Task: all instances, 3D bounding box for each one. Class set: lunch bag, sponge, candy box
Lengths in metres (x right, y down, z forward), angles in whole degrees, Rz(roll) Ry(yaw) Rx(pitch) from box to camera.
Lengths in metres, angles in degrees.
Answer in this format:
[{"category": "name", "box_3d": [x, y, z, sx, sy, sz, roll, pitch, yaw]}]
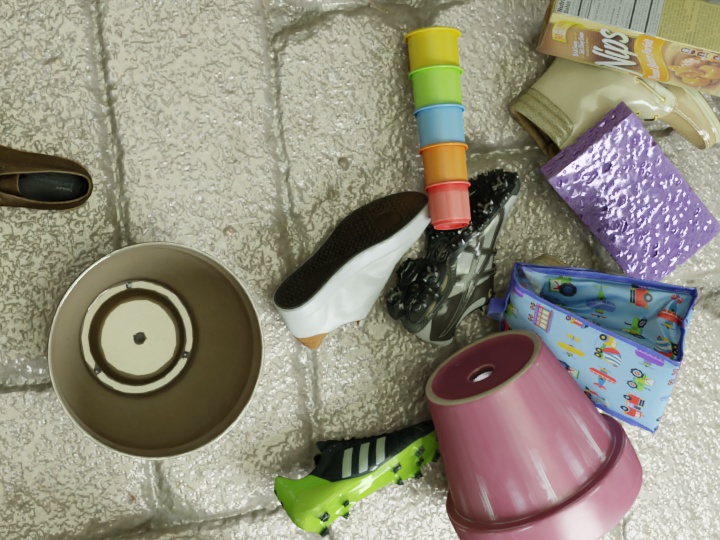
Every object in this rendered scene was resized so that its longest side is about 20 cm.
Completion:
[{"category": "lunch bag", "box_3d": [0.224, 0.069, 1.557, 0.199, 0.151, 0.094, 15, 58, 9]}, {"category": "sponge", "box_3d": [0.287, -0.073, 1.610, 0.111, 0.030, 0.200, -40, 124, 7]}, {"category": "candy box", "box_3d": [0.284, -0.237, 1.532, 0.199, 0.115, 0.056, 13, 79, 2]}]

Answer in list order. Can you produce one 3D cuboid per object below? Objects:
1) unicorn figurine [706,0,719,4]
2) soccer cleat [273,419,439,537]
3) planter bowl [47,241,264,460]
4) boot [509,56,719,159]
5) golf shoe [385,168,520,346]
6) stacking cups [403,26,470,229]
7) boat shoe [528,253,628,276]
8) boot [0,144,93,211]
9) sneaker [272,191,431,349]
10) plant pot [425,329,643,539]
[{"category": "unicorn figurine", "box_3d": [0.385, -0.276, 1.612, 0.074, 0.199, 0.138, 5, 69, -54]}, {"category": "soccer cleat", "box_3d": [0.003, 0.194, 1.566, 0.199, 0.081, 0.068, -27, 145, -29]}, {"category": "planter bowl", "box_3d": [-0.202, 0.070, 1.459, 0.199, 0.135, 0.201, -1, 94, -16]}, {"category": "boot", "box_3d": [0.270, -0.159, 1.619, 0.200, 0.073, 0.156, 41, 80, -9]}, {"category": "golf shoe", "box_3d": [0.109, -0.013, 1.592, 0.200, 0.078, 0.094, -53, 127, -9]}, {"category": "stacking cups", "box_3d": [0.081, -0.142, 1.554, 0.060, 0.060, 0.201, -3, 84, -17]}, {"category": "boat shoe", "box_3d": [0.259, 0.032, 1.634, 0.200, 0.072, 0.065, 35, 78, -22]}, {"category": "boot", "box_3d": [-0.349, -0.089, 1.437, 0.199, 0.075, 0.074, 2, 94, -16]}, {"category": "sneaker", "box_3d": [0.000, 0.000, 1.563, 0.200, 0.073, 0.085, -39, 131, -16]}, {"category": "plant pot", "box_3d": [0.159, 0.168, 1.532, 0.199, 0.200, 0.180, -32, 110, -13]}]
